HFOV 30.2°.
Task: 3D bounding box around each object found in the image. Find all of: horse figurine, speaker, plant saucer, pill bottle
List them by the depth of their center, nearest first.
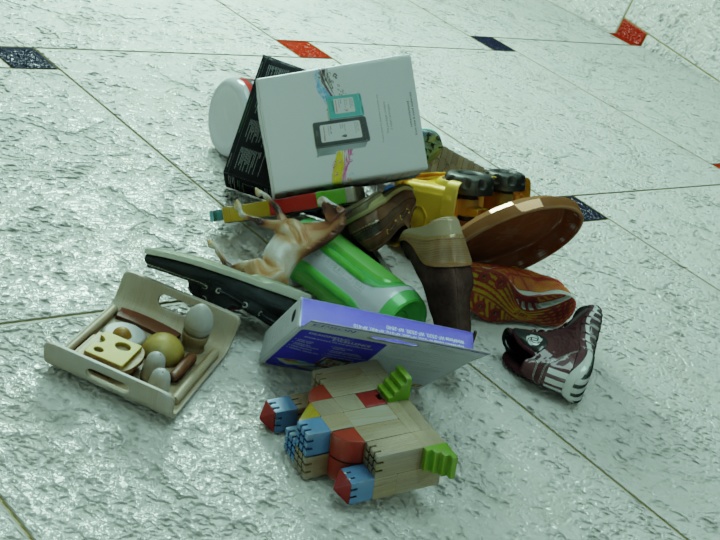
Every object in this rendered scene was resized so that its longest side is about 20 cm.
[{"bbox_3d":[-0.114,-0.021,1.585,0.132,0.050,0.201,29,64,17],"label":"horse figurine"},{"bbox_3d":[-0.011,0.016,1.612,0.088,0.089,0.199,-7,35,-44],"label":"speaker"},{"bbox_3d":[0.192,-0.043,1.733,0.198,0.200,0.033,-3,63,-39],"label":"plant saucer"},{"bbox_3d":[-0.118,-0.223,2.000,0.198,0.117,0.116,0,30,-37],"label":"pill bottle"}]

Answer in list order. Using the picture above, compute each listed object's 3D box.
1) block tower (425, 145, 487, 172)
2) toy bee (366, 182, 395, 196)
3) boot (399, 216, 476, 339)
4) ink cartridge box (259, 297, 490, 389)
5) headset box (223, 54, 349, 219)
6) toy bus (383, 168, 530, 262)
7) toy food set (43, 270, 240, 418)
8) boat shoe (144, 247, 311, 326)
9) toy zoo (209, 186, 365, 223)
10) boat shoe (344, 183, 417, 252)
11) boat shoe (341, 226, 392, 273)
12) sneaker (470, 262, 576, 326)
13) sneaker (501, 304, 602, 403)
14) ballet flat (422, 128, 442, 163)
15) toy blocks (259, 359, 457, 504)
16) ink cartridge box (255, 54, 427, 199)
[{"bbox_3d":[0.150,-0.134,1.998,0.198,0.059,0.054,23,-15,-28],"label":"block tower"},{"bbox_3d":[0.058,-0.172,2.028,0.129,0.110,0.200,16,23,-4],"label":"toy bee"},{"bbox_3d":[0.092,0.031,1.600,0.071,0.169,0.200,-4,-5,-7],"label":"boot"},{"bbox_3d":[0.013,0.075,1.409,0.196,0.044,0.200,11,-18,-17],"label":"ink cartridge box"},{"bbox_3d":[-0.068,-0.174,1.838,0.197,0.176,0.093,17,-9,-1],"label":"headset box"},{"bbox_3d":[0.121,-0.083,1.890,0.190,0.138,0.199,16,16,37],"label":"toy bus"},{"bbox_3d":[-0.220,0.068,1.379,0.142,0.061,0.200,22,24,6],"label":"toy food set"},{"bbox_3d":[-0.155,0.027,1.500,0.197,0.067,0.074,18,1,-25],"label":"boat shoe"},{"bbox_3d":[-0.097,-0.082,1.709,0.197,0.021,0.131,-9,2,7],"label":"toy zoo"},{"bbox_3d":[0.029,-0.063,1.696,0.068,0.071,0.200,63,20,0],"label":"boat shoe"},{"bbox_3d":[0.000,0.000,1.713,0.062,0.073,0.201,-32,45,-4],"label":"boat shoe"},{"bbox_3d":[0.193,0.027,1.766,0.198,0.074,0.077,17,21,-33],"label":"sneaker"},{"bbox_3d":[0.236,0.083,1.667,0.114,0.077,0.200,18,25,6],"label":"sneaker"},{"bbox_3d":[0.027,-0.150,1.911,0.198,0.075,0.074,-12,5,36],"label":"ballet flat"},{"bbox_3d":[-0.013,0.160,1.319,0.135,0.101,0.200,-8,33,-26],"label":"toy blocks"},{"bbox_3d":[-0.028,-0.180,1.714,0.197,0.148,0.147,-9,0,-4],"label":"ink cartridge box"}]
